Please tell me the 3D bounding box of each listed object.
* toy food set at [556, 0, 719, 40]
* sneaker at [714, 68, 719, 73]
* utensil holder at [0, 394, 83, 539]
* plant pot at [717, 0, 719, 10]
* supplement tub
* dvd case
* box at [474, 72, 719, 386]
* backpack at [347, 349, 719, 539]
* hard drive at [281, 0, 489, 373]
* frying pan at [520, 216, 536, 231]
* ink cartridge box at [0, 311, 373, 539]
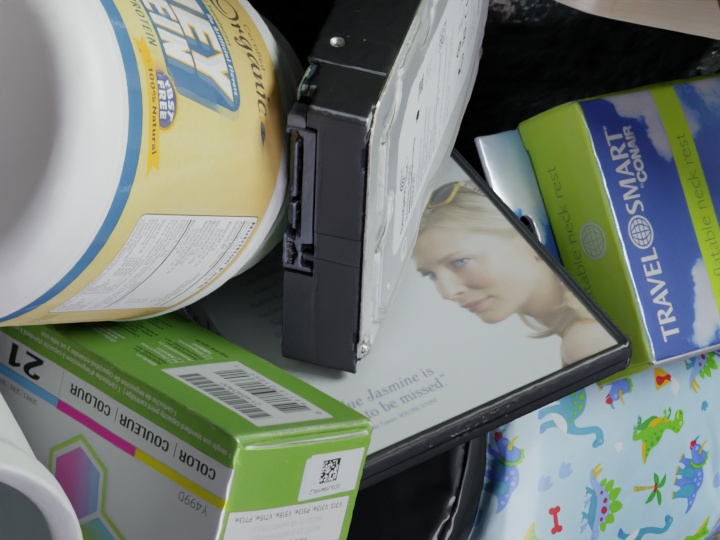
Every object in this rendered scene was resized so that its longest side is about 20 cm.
[{"bbox_3d":[0.161,-0.180,1.166,0.200,0.060,0.144,4,116,-44],"label":"toy food set"},{"bbox_3d":[0.145,-0.018,1.303,0.081,0.074,0.200,7,123,-38],"label":"sneaker"},{"bbox_3d":[-0.219,0.061,0.980,0.170,0.200,0.170,-21,142,-18],"label":"utensil holder"},{"bbox_3d":[0.224,-0.141,1.083,0.142,0.200,0.200,-12,139,-7],"label":"plant pot"},{"bbox_3d":[-0.111,-0.052,0.964,0.145,0.145,0.200,-50,163,16],"label":"supplement tub"},{"bbox_3d":[0.000,0.000,1.095,0.143,0.200,0.018,-23,138,-20],"label":"dvd case"},{"bbox_3d":[0.153,-0.025,1.179,0.200,0.122,0.048,-13,175,-39],"label":"box"},{"bbox_3d":[0.084,0.072,1.219,0.200,0.154,0.163,5,93,-57],"label":"backpack"},{"bbox_3d":[0.014,-0.076,1.058,0.140,0.038,0.200,93,15,-44],"label":"hard drive"},{"bbox_3d":[0.067,-0.023,1.200,0.190,0.031,0.115,0,177,-14],"label":"frying pan"},{"bbox_3d":[-0.089,0.126,1.029,0.076,0.148,0.200,-4,113,-47],"label":"ink cartridge box"}]
